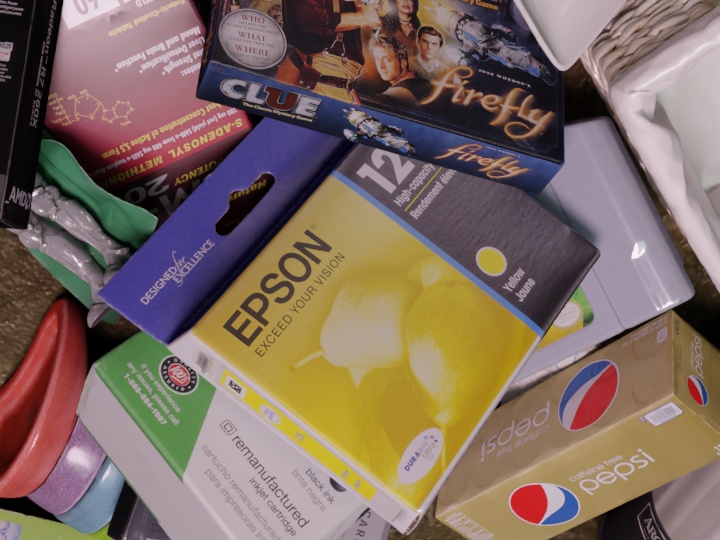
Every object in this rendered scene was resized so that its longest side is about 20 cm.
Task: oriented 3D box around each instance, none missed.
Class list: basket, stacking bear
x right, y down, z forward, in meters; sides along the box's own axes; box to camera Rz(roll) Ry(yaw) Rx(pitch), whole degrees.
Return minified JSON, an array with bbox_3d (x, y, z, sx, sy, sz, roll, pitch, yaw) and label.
[{"bbox_3d":[0.247,-0.105,0.774,0.197,0.161,0.201,-32,118,10],"label":"basket"},{"bbox_3d":[-0.129,0.124,0.869,0.198,0.114,0.122,27,112,-26],"label":"stacking bear"}]

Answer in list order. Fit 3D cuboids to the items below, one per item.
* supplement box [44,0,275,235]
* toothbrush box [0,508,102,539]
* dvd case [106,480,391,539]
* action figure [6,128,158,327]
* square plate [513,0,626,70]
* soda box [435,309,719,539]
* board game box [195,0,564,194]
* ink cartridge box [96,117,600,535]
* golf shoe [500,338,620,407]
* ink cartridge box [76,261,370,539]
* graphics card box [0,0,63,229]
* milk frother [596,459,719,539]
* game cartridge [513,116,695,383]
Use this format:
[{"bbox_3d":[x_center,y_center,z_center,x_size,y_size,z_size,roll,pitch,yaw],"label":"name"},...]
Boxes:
[{"bbox_3d":[-0.119,-0.089,0.784,0.108,0.061,0.202,-24,119,3],"label":"supplement box"},{"bbox_3d":[-0.244,0.223,0.881,0.197,0.087,0.146,15,140,-17],"label":"toothbrush box"},{"bbox_3d":[-0.049,0.118,0.851,0.199,0.025,0.152,27,79,-39],"label":"dvd case"},{"bbox_3d":[-0.206,-0.056,0.761,0.200,0.055,0.118,41,139,5],"label":"action figure"},{"bbox_3d":[0.110,-0.246,0.718,0.200,0.028,0.199,-49,119,-16],"label":"square plate"},{"bbox_3d":[0.138,0.108,0.854,0.064,0.068,0.199,36,131,-24],"label":"soda box"},{"bbox_3d":[0.016,-0.131,0.745,0.197,0.137,0.035,14,148,-16],"label":"board game box"},{"bbox_3d":[0.000,0.000,0.718,0.199,0.198,0.047,38,149,3],"label":"ink cartridge box"},{"bbox_3d":[0.122,0.059,0.893,0.097,0.079,0.200,-35,116,17],"label":"golf shoe"},{"bbox_3d":[-0.031,0.066,0.749,0.147,0.199,0.083,48,149,10],"label":"ink cartridge box"},{"bbox_3d":[-0.216,-0.129,0.688,0.123,0.051,0.203,7,84,2],"label":"graphics card box"},{"bbox_3d":[0.294,0.155,0.916,0.199,0.181,0.189,-32,159,-39],"label":"milk frother"},{"bbox_3d":[0.083,-0.002,0.815,0.199,0.040,0.135,-30,83,29],"label":"game cartridge"}]
